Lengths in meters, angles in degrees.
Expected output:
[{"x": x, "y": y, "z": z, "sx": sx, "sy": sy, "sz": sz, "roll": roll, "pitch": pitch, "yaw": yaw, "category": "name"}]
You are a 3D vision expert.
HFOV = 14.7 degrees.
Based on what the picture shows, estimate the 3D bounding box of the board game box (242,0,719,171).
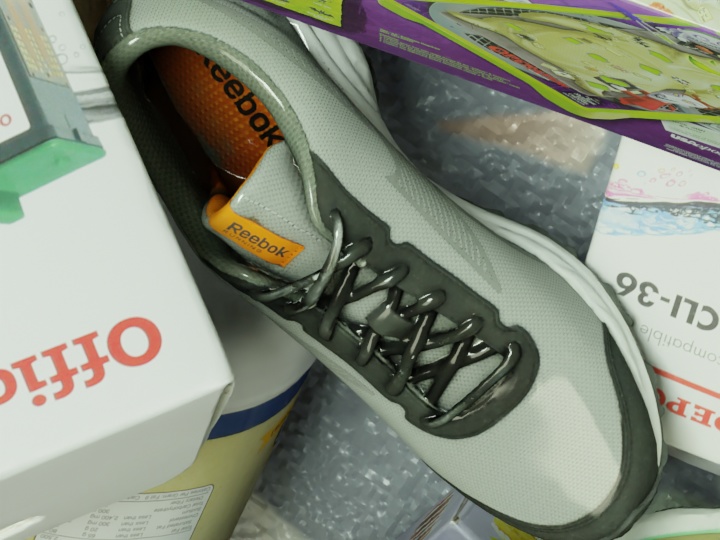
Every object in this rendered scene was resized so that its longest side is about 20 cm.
[{"x": 0.034, "y": -0.067, "z": 0.651, "sx": 0.199, "sy": 0.120, "sz": 0.032, "roll": 20, "pitch": 85, "yaw": 2, "category": "board game box"}]

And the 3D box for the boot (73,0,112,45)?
[{"x": -0.139, "y": -0.146, "z": 0.813, "sx": 0.199, "sy": 0.066, "sz": 0.176, "roll": 7, "pitch": 109, "yaw": 21, "category": "boot"}]

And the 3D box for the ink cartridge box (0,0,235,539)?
[{"x": -0.135, "y": -0.024, "z": 0.696, "sx": 0.201, "sy": 0.145, "sz": 0.084, "roll": 65, "pitch": 164, "yaw": 10, "category": "ink cartridge box"}]

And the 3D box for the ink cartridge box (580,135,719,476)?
[{"x": 0.126, "y": -0.006, "z": 0.761, "sx": 0.116, "sy": 0.068, "sz": 0.201, "roll": 21, "pitch": 122, "yaw": 12, "category": "ink cartridge box"}]

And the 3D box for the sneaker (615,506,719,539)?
[{"x": 0.104, "y": 0.110, "z": 0.750, "sx": 0.077, "sy": 0.089, "sz": 0.200, "roll": 40, "pitch": 139, "yaw": -12, "category": "sneaker"}]

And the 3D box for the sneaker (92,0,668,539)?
[{"x": 0.000, "y": 0.000, "z": 0.736, "sx": 0.200, "sy": 0.079, "sz": 0.074, "roll": 47, "pitch": 116, "yaw": -3, "category": "sneaker"}]

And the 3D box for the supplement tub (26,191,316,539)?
[{"x": -0.105, "y": 0.052, "z": 0.848, "sx": 0.144, "sy": 0.144, "sz": 0.201, "roll": 30, "pitch": 124, "yaw": 6, "category": "supplement tub"}]

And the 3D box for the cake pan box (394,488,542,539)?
[{"x": 0.044, "y": 0.182, "z": 0.908, "sx": 0.184, "sy": 0.052, "sz": 0.200, "roll": 46, "pitch": 125, "yaw": -1, "category": "cake pan box"}]
